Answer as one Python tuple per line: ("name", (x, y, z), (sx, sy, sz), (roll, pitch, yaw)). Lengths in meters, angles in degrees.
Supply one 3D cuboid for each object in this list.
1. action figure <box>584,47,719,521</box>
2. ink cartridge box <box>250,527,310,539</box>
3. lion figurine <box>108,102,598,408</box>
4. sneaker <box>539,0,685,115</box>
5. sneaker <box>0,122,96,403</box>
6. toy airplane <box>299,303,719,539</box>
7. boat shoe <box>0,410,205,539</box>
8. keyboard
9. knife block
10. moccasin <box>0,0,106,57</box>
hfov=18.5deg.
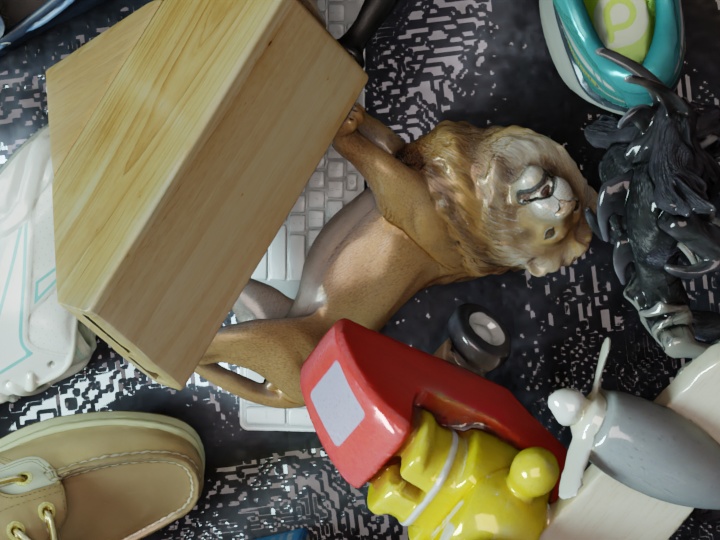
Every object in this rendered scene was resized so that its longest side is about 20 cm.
("action figure", (0.150, -0.003, 0.911), (0.101, 0.119, 0.201), (-19, 117, -14))
("ink cartridge box", (-0.114, 0.174, 0.942), (0.199, 0.116, 0.068), (-13, 94, 3))
("lion figurine", (0.000, 0.000, 0.948), (0.200, 0.073, 0.122), (-42, 112, 8))
("sneaker", (0.099, -0.165, 0.932), (0.077, 0.080, 0.201), (-18, 92, 3))
("sneaker", (-0.165, 0.033, 0.961), (0.080, 0.070, 0.201), (39, 94, -3))
("toy airplane", (0.071, 0.120, 0.887), (0.198, 0.141, 0.201), (1, 111, 23))
("boat shoe", (-0.158, 0.118, 0.945), (0.199, 0.066, 0.074), (-16, 125, -9))
("keyboard", (-0.026, -0.029, 0.980), (0.056, 0.011, 0.202), (1, 93, 3))
("knife block", (-0.041, -0.074, 0.892), (0.175, 0.201, 0.064), (-30, 134, 20))
("moccasin", (-0.167, -0.131, 0.952), (0.199, 0.068, 0.081), (-29, 91, 4))
